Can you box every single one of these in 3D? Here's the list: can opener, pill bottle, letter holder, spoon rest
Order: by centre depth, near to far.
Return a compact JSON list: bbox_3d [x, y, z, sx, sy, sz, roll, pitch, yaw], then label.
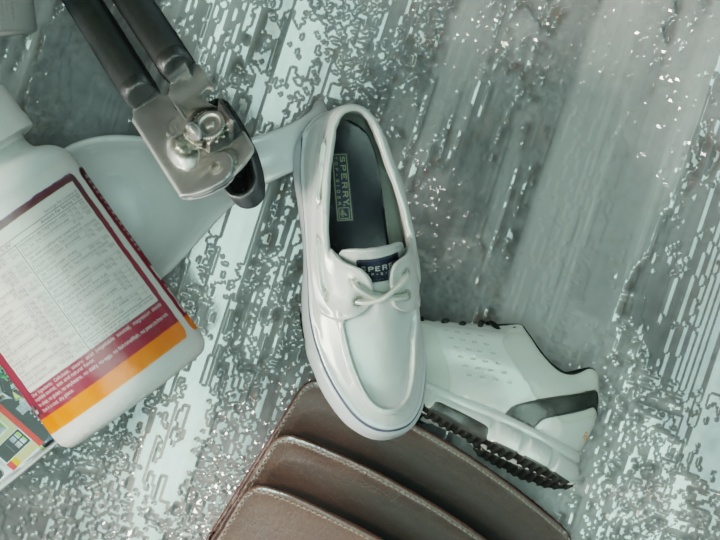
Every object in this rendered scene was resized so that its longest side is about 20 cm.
[{"bbox_3d":[-0.191,-0.004,1.617,0.109,0.110,0.200,-36,92,3],"label":"pill bottle"},{"bbox_3d":[-0.119,-0.112,1.638,0.053,0.067,0.200,-35,56,3],"label":"can opener"},{"bbox_3d":[0.019,0.175,1.663,0.200,0.101,0.142,31,99,-3],"label":"letter holder"},{"bbox_3d":[-0.109,-0.052,1.670,0.200,0.061,0.100,-22,94,1],"label":"spoon rest"}]

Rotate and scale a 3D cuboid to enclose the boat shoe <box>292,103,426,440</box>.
[{"bbox_3d":[0.000,0.000,1.611,0.073,0.065,0.201,-12,84,-17],"label":"boat shoe"}]

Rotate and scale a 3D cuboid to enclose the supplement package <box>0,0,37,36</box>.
[{"bbox_3d":[-0.262,-0.189,1.587,0.117,0.200,0.117,-8,95,0],"label":"supplement package"}]

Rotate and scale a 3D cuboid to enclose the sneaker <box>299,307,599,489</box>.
[{"bbox_3d":[0.057,0.059,1.684,0.200,0.074,0.080,28,77,-5],"label":"sneaker"}]

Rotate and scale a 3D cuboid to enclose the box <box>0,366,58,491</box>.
[{"bbox_3d":[-0.251,0.029,1.689,0.110,0.035,0.200,-40,94,3],"label":"box"}]
